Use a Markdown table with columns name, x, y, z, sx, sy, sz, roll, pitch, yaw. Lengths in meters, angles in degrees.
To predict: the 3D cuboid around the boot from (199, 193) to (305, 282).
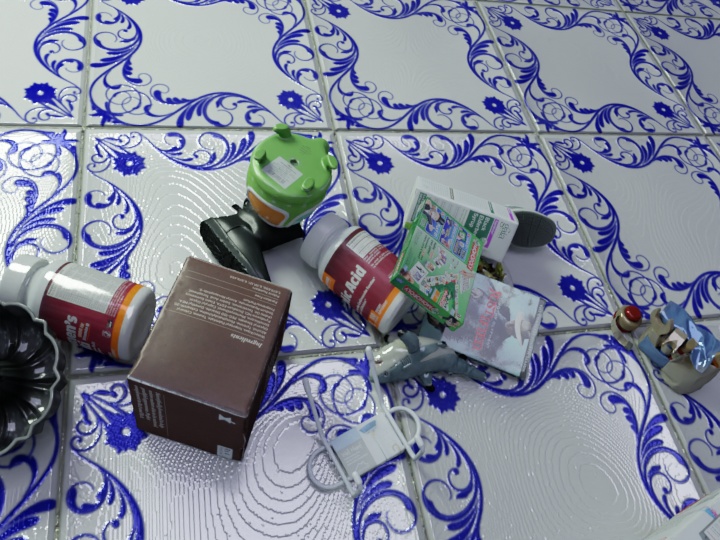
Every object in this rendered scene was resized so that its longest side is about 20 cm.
| name | x | y | z | sx | sy | sz | roll | pitch | yaw |
| --- | --- | --- | --- | --- | --- | --- | --- | --- | --- |
| boot | -0.164 | -0.045 | 1.078 | 0.161 | 0.074 | 0.199 | -27 | 68 | -35 |

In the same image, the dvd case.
| name | x | y | z | sx | sy | sz | roll | pitch | yaw |
| --- | --- | --- | --- | --- | --- | --- | --- | --- | --- |
| dvd case | 0.210 | 0.083 | 1.082 | 0.195 | 0.022 | 0.149 | 22 | 75 | -1 |

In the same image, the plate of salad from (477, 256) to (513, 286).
| name | x | y | z | sx | sy | sz | roll | pitch | yaw |
| --- | --- | --- | --- | --- | --- | --- | --- | --- | --- |
| plate of salad | 0.191 | 0.008 | 1.143 | 0.194 | 0.048 | 0.204 | 7 | 54 | -10 |

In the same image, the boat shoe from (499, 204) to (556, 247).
| name | x | y | z | sx | sy | sz | roll | pitch | yaw |
| --- | --- | --- | --- | --- | --- | --- | --- | --- | --- |
| boat shoe | 0.282 | -0.095 | 1.225 | 0.196 | 0.076 | 0.065 | 6 | 27 | -2 |

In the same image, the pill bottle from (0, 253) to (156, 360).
| name | x | y | z | sx | sy | sz | roll | pitch | yaw |
| --- | --- | --- | --- | --- | --- | --- | --- | --- | --- |
| pill bottle | -0.411 | 0.050 | 0.920 | 0.195 | 0.111 | 0.111 | 17 | 53 | -2 |

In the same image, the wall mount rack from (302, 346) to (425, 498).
| name | x | y | z | sx | sy | sz | roll | pitch | yaw |
| --- | --- | --- | --- | --- | --- | --- | --- | --- | --- |
| wall mount rack | 0.001 | 0.223 | 0.928 | 0.196 | 0.075 | 0.176 | -21 | 63 | -27 |

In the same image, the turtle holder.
| name | x | y | z | sx | sy | sz | roll | pitch | yaw |
| --- | --- | --- | --- | --- | --- | --- | --- | --- | --- |
| turtle holder | -0.120 | -0.159 | 1.051 | 0.137 | 0.133 | 0.189 | 15 | 49 | -13 |

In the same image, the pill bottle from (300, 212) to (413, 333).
| name | x | y | z | sx | sy | sz | roll | pitch | yaw |
| --- | --- | --- | --- | --- | --- | --- | --- | --- | --- |
| pill bottle | 0.000 | 0.000 | 1.058 | 0.199 | 0.115 | 0.114 | 39 | 55 | 14 |

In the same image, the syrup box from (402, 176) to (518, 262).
| name | x | y | z | sx | sy | sz | roll | pitch | yaw |
| --- | --- | --- | --- | --- | --- | --- | --- | --- | --- |
| syrup box | 0.181 | -0.095 | 1.149 | 0.195 | 0.080 | 0.082 | 20 | 24 | -2 |

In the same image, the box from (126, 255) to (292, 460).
| name | x | y | z | sx | sy | sz | roll | pitch | yaw |
| --- | --- | --- | --- | --- | --- | --- | --- | --- | --- |
| box | -0.205 | 0.124 | 0.886 | 0.160 | 0.167 | 0.203 | 18 | 52 | -2 |

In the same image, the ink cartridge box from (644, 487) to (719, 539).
| name | x | y | z | sx | sy | sz | roll | pitch | yaw |
| --- | --- | --- | --- | --- | --- | --- | --- | --- | --- |
| ink cartridge box | 0.475 | 0.393 | 0.890 | 0.196 | 0.149 | 0.086 | -23 | 62 | -26 |

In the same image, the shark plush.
| name | x | y | z | sx | sy | sz | roll | pitch | yaw |
| --- | --- | --- | --- | --- | --- | --- | --- | --- | --- |
| shark plush | 0.109 | 0.157 | 1.032 | 0.196 | 0.090 | 0.086 | 15 | 75 | -24 |

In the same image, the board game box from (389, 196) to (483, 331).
| name | x | y | z | sx | sy | sz | roll | pitch | yaw |
| --- | --- | --- | --- | --- | --- | --- | --- | --- | --- |
| board game box | 0.131 | -0.015 | 1.037 | 0.134 | 0.029 | 0.202 | 37 | 45 | -12 |

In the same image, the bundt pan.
| name | x | y | z | sx | sy | sz | roll | pitch | yaw |
| --- | --- | --- | --- | --- | --- | --- | --- | --- | --- |
| bundt pan | -0.481 | 0.146 | 0.831 | 0.196 | 0.076 | 0.208 | 0 | 74 | -2 |

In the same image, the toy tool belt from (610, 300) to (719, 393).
| name | x | y | z | sx | sy | sz | roll | pitch | yaw |
| --- | --- | --- | --- | --- | --- | --- | --- | --- | --- |
| toy tool belt | 0.563 | 0.113 | 1.120 | 0.200 | 0.124 | 0.124 | 43 | 56 | 17 |
